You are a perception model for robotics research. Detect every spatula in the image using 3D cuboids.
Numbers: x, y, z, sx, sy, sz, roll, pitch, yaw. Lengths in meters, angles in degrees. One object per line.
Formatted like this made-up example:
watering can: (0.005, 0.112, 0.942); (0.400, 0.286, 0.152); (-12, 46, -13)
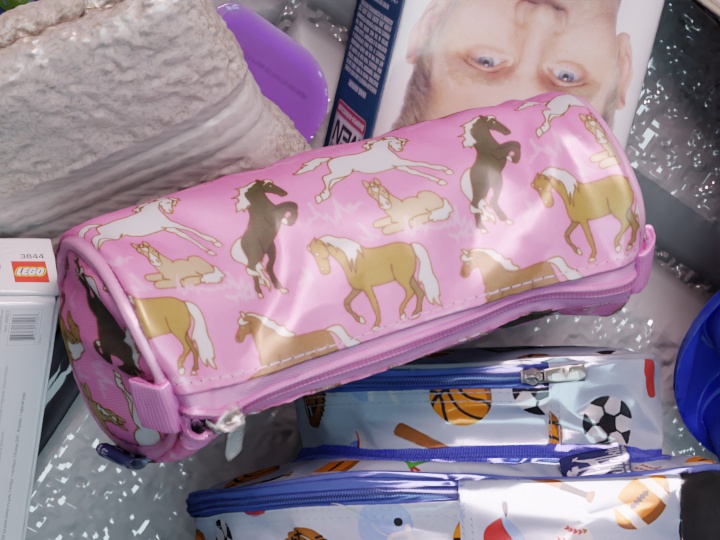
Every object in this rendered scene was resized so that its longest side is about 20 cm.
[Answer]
spatula: (-0.081, -0.002, 0.967); (0.056, 0.021, 0.200); (33, 97, -16)

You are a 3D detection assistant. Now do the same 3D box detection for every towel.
towel: (-0.124, -0.029, 0.885); (0.199, 0.035, 0.133); (-20, 146, 10)

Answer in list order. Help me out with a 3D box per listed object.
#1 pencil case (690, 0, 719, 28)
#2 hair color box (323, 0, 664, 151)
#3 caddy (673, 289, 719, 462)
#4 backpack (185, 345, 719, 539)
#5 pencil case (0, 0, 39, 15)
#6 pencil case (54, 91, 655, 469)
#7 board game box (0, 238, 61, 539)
pencil case: (0.195, -0.158, 0.961); (0.078, 0.089, 0.200); (35, 97, -34)
hair color box: (0.059, -0.116, 0.952); (0.100, 0.061, 0.201); (9, 104, -18)
caddy: (0.222, 0.041, 1.015); (0.199, 0.105, 0.142); (-9, 137, -4)
backpack: (0.031, 0.103, 0.948); (0.190, 0.200, 0.155); (-8, 78, -6)
pencil case: (-0.079, -0.153, 0.844); (0.087, 0.078, 0.200); (-40, 160, -35)
pencil case: (0.000, 0.000, 0.870); (0.199, 0.083, 0.087); (-19, 90, -26)
board game box: (-0.178, 0.075, 0.917); (0.126, 0.035, 0.200); (1, 129, -16)
